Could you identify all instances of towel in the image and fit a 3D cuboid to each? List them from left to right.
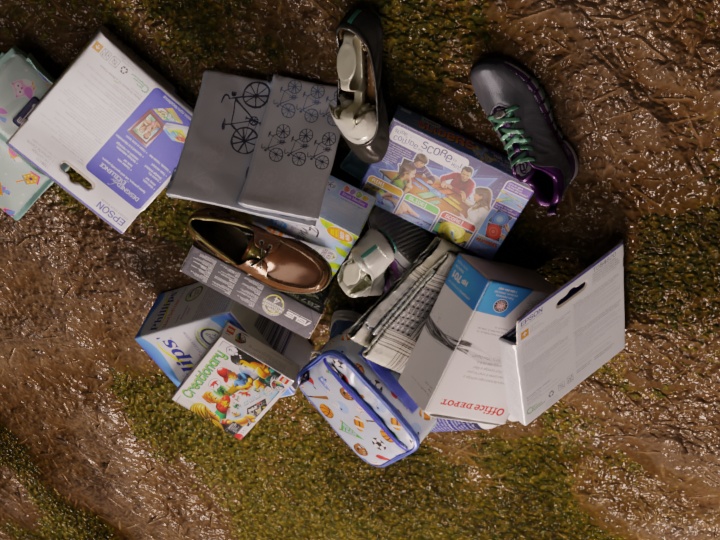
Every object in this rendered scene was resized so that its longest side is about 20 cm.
[{"bbox_3d":[0.105,0.065,1.674,0.200,0.035,0.193,30,110,-38],"label":"towel"}]

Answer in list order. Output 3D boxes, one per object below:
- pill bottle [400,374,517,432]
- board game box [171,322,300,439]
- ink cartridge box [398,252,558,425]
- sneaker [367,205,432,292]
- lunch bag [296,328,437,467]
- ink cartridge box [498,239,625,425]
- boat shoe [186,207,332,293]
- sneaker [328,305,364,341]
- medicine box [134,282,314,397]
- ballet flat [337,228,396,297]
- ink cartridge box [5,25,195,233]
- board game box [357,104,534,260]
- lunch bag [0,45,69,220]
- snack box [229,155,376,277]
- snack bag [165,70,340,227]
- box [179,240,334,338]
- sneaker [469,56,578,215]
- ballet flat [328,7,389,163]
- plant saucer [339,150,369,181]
[{"bbox_3d":[0.146,0.175,1.810,0.199,0.116,0.116,-6,130,29],"label":"pill bottle"},{"bbox_3d":[-0.187,0.167,1.855,0.126,0.035,0.200,32,137,-9],"label":"board game box"},{"bbox_3d":[0.160,0.093,1.641,0.146,0.086,0.201,12,112,-36],"label":"ink cartridge box"},{"bbox_3d":[0.052,-0.006,1.701,0.114,0.073,0.200,-18,127,40],"label":"sneaker"},{"bbox_3d":[0.005,0.177,1.752,0.200,0.076,0.160,47,147,-4],"label":"lunch bag"},{"bbox_3d":[0.263,0.075,1.612,0.041,0.199,0.201,36,149,39],"label":"ink cartridge box"},{"bbox_3d":[-0.135,-0.021,1.617,0.199,0.068,0.072,21,94,9],"label":"boat shoe"},{"bbox_3d":[-0.019,0.146,1.881,0.075,0.077,0.201,4,135,17],"label":"sneaker"},{"bbox_3d":[-0.207,0.112,1.910,0.199,0.103,0.182,-16,124,34],"label":"medicine box"},{"bbox_3d":[0.000,0.000,1.652,0.069,0.070,0.200,23,162,0],"label":"ballet flat"},{"bbox_3d":[-0.328,-0.184,1.653,0.197,0.047,0.200,40,108,-19],"label":"ink cartridge box"},{"bbox_3d":[0.109,-0.109,1.582,0.199,0.035,0.136,26,130,-4],"label":"board game box"},{"bbox_3d":[-0.467,-0.194,1.710,0.170,0.122,0.200,43,125,-17],"label":"lunch bag"},{"bbox_3d":[-0.083,-0.074,1.654,0.168,0.068,0.200,27,160,-4],"label":"snack box"},{"bbox_3d":[-0.127,-0.160,1.550,0.199,0.189,0.021,12,163,7],"label":"snack bag"},{"bbox_3d":[-0.138,0.003,1.730,0.199,0.161,0.049,28,108,-5],"label":"box"},{"bbox_3d":[0.194,-0.160,1.477,0.074,0.088,0.200,-22,121,37],"label":"sneaker"},{"bbox_3d":[-0.008,-0.213,1.493,0.068,0.068,0.201,10,120,26],"label":"ballet flat"},{"bbox_3d":[0.072,-0.107,1.635,0.200,0.019,0.070,31,136,-9],"label":"plant saucer"}]
